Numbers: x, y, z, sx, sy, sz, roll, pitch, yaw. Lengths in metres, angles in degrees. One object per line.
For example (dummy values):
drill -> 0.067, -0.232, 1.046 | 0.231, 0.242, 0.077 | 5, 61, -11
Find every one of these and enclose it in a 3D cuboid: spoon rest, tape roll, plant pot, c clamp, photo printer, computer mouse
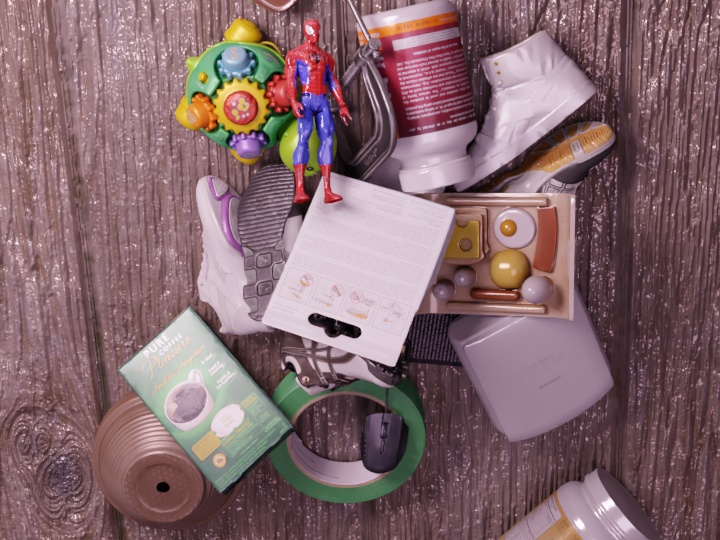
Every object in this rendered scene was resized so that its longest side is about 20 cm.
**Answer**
spoon rest -> 0.010, -0.079, 1.589 | 0.200, 0.061, 0.100 | -33, 108, 11
tape roll -> -0.018, 0.199, 1.683 | 0.199, 0.048, 0.201 | 0, 120, 0
plant pot -> -0.243, 0.252, 1.690 | 0.200, 0.093, 0.202 | -1, 111, -2
c clamp -> -0.004, -0.193, 1.499 | 0.027, 0.200, 0.171 | -18, 75, -24
photo printer -> 0.214, 0.112, 1.637 | 0.166, 0.070, 0.200 | -28, 124, -1
computer mouse -> 0.033, 0.167, 1.618 | 0.058, 0.034, 0.201 | 5, 119, -2

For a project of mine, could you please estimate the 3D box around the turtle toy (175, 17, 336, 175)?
turtle toy -> -0.114, -0.183, 1.525 | 0.200, 0.101, 0.146 | 32, 107, -12

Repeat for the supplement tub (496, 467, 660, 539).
supplement tub -> 0.268, 0.362, 1.715 | 0.200, 0.145, 0.144 | -42, 106, 13

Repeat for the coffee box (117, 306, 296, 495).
coffee box -> -0.186, 0.156, 1.627 | 0.123, 0.044, 0.200 | -43, 81, -2

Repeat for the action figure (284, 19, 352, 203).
action figure -> -0.049, -0.176, 1.471 | 0.065, 0.052, 0.201 | -2, 85, -22

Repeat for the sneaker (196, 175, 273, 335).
sneaker -> -0.167, -0.012, 1.602 | 0.099, 0.075, 0.201 | -14, 100, 28

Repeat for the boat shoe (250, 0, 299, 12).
boat shoe -> -0.141, -0.363, 1.473 | 0.076, 0.072, 0.200 | -39, 107, 13

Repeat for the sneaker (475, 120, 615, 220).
sneaker -> 0.225, -0.097, 1.587 | 0.200, 0.076, 0.088 | -34, 114, 21

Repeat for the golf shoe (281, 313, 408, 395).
golf shoe -> -0.022, 0.112, 1.570 | 0.078, 0.200, 0.095 | 15, 97, -40

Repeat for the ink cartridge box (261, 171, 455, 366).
ink cartridge box -> 0.000, 0.000, 1.496 | 0.162, 0.057, 0.201 | 17, 72, 12

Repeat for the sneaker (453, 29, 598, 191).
sneaker -> 0.161, -0.190, 1.553 | 0.200, 0.074, 0.116 | -39, 95, 13

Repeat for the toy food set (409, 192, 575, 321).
toy food set -> 0.149, -0.016, 1.535 | 0.199, 0.060, 0.144 | 2, 96, 21

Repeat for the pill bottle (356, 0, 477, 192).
pill bottle -> 0.068, -0.195, 1.503 | 0.112, 0.113, 0.201 | -12, 99, 3

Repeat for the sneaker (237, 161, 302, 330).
sneaker -> -0.096, -0.025, 1.570 | 0.074, 0.088, 0.201 | -5, 71, 23

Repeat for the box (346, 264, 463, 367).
box -> 0.068, 0.045, 1.642 | 0.199, 0.036, 0.144 | 5, 118, -5
